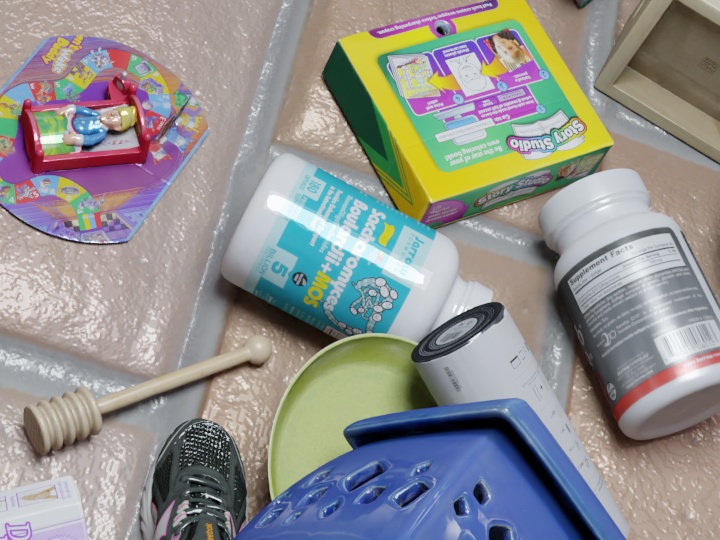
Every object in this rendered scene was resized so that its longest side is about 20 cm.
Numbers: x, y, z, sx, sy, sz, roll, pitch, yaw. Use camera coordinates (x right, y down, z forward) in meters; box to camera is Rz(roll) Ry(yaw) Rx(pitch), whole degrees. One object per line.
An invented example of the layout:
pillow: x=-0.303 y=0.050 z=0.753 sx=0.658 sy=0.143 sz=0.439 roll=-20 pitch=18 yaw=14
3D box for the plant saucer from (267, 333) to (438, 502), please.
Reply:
plant saucer: x=0.012 y=0.148 z=1.155 sx=0.199 sy=0.031 sz=0.202 roll=9 pitch=73 yaw=-32

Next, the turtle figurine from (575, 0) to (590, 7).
turtle figurine: x=0.157 y=-0.342 z=1.498 sx=0.200 sy=0.101 sz=0.150 roll=47 pitch=16 yaw=9

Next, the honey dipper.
honey dipper: x=-0.151 y=0.084 z=1.165 sx=0.199 sy=0.038 sz=0.038 roll=-21 pitch=69 yaw=-31

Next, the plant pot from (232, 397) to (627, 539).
plant pot: x=0.056 y=0.198 z=1.033 sx=0.200 sy=0.199 sz=0.180 roll=53 pitch=54 yaw=-18

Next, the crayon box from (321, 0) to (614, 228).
crayon box: x=0.094 y=-0.140 z=1.374 sx=0.199 sy=0.058 sz=0.173 roll=-18 pitch=69 yaw=-27

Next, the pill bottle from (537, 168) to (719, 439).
pill bottle: x=0.227 y=0.025 z=1.286 sx=0.115 sy=0.116 sz=0.201 roll=-10 pitch=64 yaw=-25

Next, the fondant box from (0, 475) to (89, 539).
fondant box: x=-0.256 y=0.223 z=0.965 sx=0.199 sy=0.058 sz=0.145 roll=-13 pitch=102 yaw=-14

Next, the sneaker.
sneaker: x=-0.109 y=0.190 z=1.084 sx=0.080 sy=0.086 sz=0.201 roll=10 pitch=57 yaw=-16

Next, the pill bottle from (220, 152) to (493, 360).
pill bottle: x=0.000 y=0.000 z=1.223 sx=0.199 sy=0.111 sz=0.111 roll=27 pitch=55 yaw=-2

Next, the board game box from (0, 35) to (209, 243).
board game box: x=-0.215 y=-0.119 z=1.260 sx=0.157 sy=0.039 sz=0.200 roll=32 pitch=55 yaw=1

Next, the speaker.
speaker: x=0.119 y=0.128 z=1.161 sx=0.081 sy=0.081 sz=0.201 roll=-39 pitch=104 yaw=-34

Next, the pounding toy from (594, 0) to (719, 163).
pounding toy: x=0.351 y=-0.222 z=1.429 sx=0.183 sy=0.200 sz=0.143 roll=31 pitch=54 yaw=0
